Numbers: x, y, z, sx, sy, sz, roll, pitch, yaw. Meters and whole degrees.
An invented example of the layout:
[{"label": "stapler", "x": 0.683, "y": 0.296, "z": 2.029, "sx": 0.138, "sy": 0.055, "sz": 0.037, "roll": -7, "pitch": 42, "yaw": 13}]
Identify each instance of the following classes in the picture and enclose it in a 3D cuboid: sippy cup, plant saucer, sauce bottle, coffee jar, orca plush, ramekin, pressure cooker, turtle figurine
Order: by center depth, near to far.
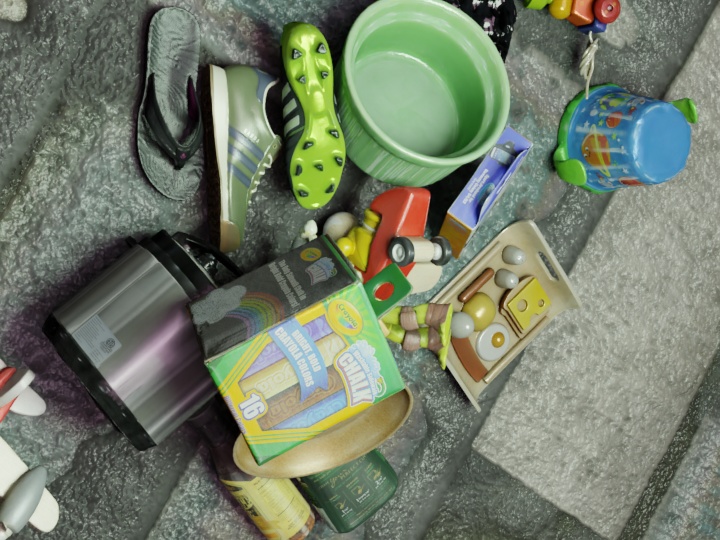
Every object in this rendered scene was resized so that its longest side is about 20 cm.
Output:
[{"label": "pressure cooker", "x": -0.200, "y": 0.062, "z": 1.152, "sx": 0.199, "sy": 0.178, "sz": 0.177, "roll": -41, "pitch": 110, "yaw": -13}, {"label": "turtle figurine", "x": 0.014, "y": 0.060, "z": 1.173, "sx": 0.158, "sy": 0.065, "sz": 0.202, "roll": 9, "pitch": 133, "yaw": 8}, {"label": "plant saucer", "x": -0.042, "y": 0.152, "z": 1.179, "sx": 0.197, "sy": 0.036, "sz": 0.202, "roll": -15, "pitch": 147, "yaw": -10}, {"label": "ramekin", "x": 0.058, "y": -0.192, "z": 1.244, "sx": 0.196, "sy": 0.098, "sz": 0.204, "roll": 8, "pitch": 69, "yaw": -20}, {"label": "sauce bottle", "x": -0.127, "y": 0.228, "z": 1.279, "sx": 0.066, "sy": 0.066, "sz": 0.201, "roll": -39, "pitch": 110, "yaw": -14}, {"label": "coffee jar", "x": -0.047, "y": 0.199, "z": 1.299, "sx": 0.104, "sy": 0.085, "sz": 0.201, "roll": -37, "pitch": 113, "yaw": -7}, {"label": "orca plush", "x": 0.146, "y": -0.280, "z": 1.322, "sx": 0.104, "sy": 0.071, "sz": 0.203, "roll": 17, "pitch": 91, "yaw": -27}, {"label": "sippy cup", "x": 0.336, "y": -0.162, "z": 1.400, "sx": 0.139, "sy": 0.130, "sz": 0.180, "roll": 32, "pitch": 84, "yaw": -27}]

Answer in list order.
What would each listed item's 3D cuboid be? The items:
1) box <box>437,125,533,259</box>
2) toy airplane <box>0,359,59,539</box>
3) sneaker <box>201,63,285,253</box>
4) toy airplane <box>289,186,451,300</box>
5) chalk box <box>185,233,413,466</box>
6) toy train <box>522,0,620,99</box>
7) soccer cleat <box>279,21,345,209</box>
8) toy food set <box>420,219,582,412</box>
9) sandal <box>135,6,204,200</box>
[{"label": "box", "x": 0.139, "y": -0.088, "z": 1.285, "sx": 0.041, "sy": 0.200, "sz": 0.120, "roll": 34, "pitch": 81, "yaw": 7}, {"label": "toy airplane", "x": -0.391, "y": 0.172, "z": 1.099, "sx": 0.197, "sy": 0.141, "sz": 0.203, "roll": 1, "pitch": 98, "yaw": -25}, {"label": "sneaker", "x": -0.120, "y": -0.122, "z": 1.221, "sx": 0.088, "sy": 0.067, "sz": 0.204, "roll": -5, "pitch": 98, "yaw": -21}, {"label": "toy airplane", "x": 0.000, "y": 0.000, "z": 1.270, "sx": 0.198, "sy": 0.142, "sz": 0.201, "roll": -33, "pitch": 149, "yaw": -8}, {"label": "chalk box", "x": -0.042, "y": 0.060, "z": 1.040, "sx": 0.197, "sy": 0.125, "sz": 0.125, "roll": -26, "pitch": 118, "yaw": -6}, {"label": "toy train", "x": 0.247, "y": -0.320, "z": 1.364, "sx": 0.114, "sy": 0.085, "sz": 0.204, "roll": 9, "pitch": 95, "yaw": -16}, {"label": "soccer cleat", "x": -0.055, "y": -0.168, "z": 1.212, "sx": 0.066, "sy": 0.081, "sz": 0.203, "roll": -8, "pitch": 116, "yaw": -12}, {"label": "toy food set", "x": 0.176, "y": 0.056, "z": 1.397, "sx": 0.200, "sy": 0.060, "sz": 0.144, "roll": -42, "pitch": 113, "yaw": -13}, {"label": "sandal", "x": -0.199, "y": -0.174, "z": 1.186, "sx": 0.074, "sy": 0.048, "sz": 0.205, "roll": -5, "pitch": 100, "yaw": -25}]
